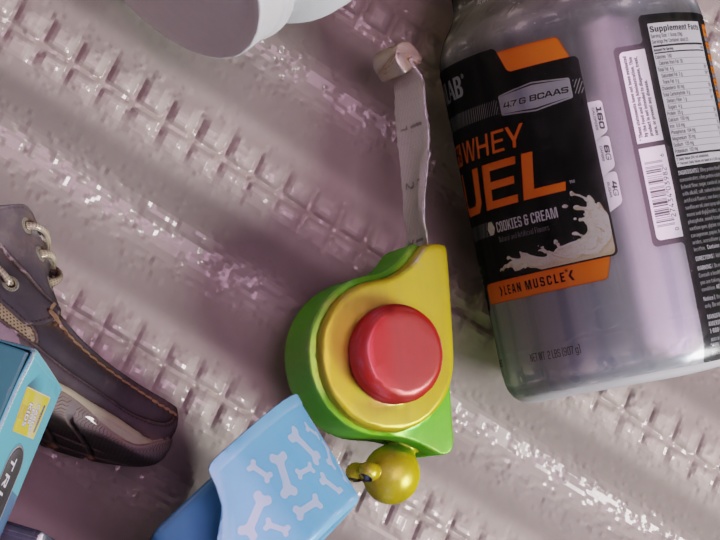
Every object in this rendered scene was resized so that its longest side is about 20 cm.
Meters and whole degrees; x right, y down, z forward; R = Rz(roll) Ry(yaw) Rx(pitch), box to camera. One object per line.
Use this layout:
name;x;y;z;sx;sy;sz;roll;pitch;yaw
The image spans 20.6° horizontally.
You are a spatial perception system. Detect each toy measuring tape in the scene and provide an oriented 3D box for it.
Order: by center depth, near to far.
toy measuring tape;0.000;0.000;0.853;0.073;0.073;0.202;0;82;-27

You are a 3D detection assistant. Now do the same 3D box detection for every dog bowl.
dog bowl;-0.078;0.133;0.760;0.050;0.112;0.200;45;64;6

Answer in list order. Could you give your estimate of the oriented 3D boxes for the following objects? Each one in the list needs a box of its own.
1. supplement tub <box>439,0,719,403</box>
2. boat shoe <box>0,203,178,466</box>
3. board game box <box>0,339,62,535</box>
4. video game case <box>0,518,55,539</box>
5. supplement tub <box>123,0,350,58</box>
supplement tub;0.105;-0.049;0.884;0.122;0.122;0.202;-10;86;-28
boat shoe;-0.148;0.006;0.771;0.199;0.074;0.074;35;68;-20
board game box;-0.225;0.072;0.680;0.199;0.047;0.152;18;72;10
video game case;-0.202;0.170;0.691;0.201;0.142;0.019;-69;152;-19
supplement tub;-0.019;-0.195;0.829;0.200;0.144;0.145;-43;102;-26
